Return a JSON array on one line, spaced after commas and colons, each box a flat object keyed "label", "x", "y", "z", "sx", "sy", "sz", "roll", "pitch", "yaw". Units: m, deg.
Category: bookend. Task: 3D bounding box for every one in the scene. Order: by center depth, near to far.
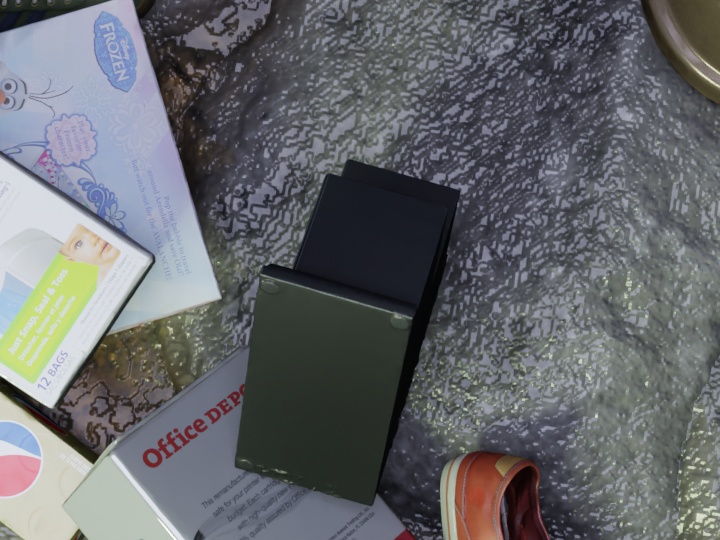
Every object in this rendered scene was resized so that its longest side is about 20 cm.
[{"label": "bookend", "x": 0.000, "y": 0.000, "z": 1.648, "sx": 0.092, "sy": 0.200, "sz": 0.199, "roll": 16, "pitch": 54, "yaw": 4}]

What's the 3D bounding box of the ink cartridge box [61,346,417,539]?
[{"label": "ink cartridge box", "x": -0.066, "y": 0.169, "z": 1.704, "sx": 0.200, "sy": 0.084, "sz": 0.144, "roll": 50, "pitch": 48, "yaw": 4}]

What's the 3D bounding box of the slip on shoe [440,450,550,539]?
[{"label": "slip on shoe", "x": 0.097, "y": 0.212, "z": 1.727, "sx": 0.061, "sy": 0.074, "sz": 0.201, "roll": -12, "pitch": 81, "yaw": 36}]

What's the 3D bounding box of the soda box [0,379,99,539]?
[{"label": "soda box", "x": -0.251, "y": 0.101, "z": 1.763, "sx": 0.200, "sy": 0.064, "sz": 0.068, "roll": 37, "pitch": 90, "yaw": 4}]

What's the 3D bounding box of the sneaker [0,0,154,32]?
[{"label": "sneaker", "x": -0.235, "y": -0.182, "z": 1.764, "sx": 0.199, "sy": 0.090, "sz": 0.068, "roll": -1, "pitch": 86, "yaw": 3}]

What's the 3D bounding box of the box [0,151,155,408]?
[{"label": "box", "x": -0.235, "y": -0.018, "z": 1.641, "sx": 0.199, "sy": 0.101, "sz": 0.113, "roll": 34, "pitch": 88, "yaw": -3}]

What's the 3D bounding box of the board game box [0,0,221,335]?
[{"label": "board game box", "x": -0.209, "y": -0.049, "z": 1.715, "sx": 0.198, "sy": 0.043, "sz": 0.201, "roll": -16, "pitch": 91, "yaw": -2}]

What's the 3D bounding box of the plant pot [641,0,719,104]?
[{"label": "plant pot", "x": 0.273, "y": -0.202, "z": 1.696, "sx": 0.199, "sy": 0.175, "sz": 0.202, "roll": 0, "pitch": 87, "yaw": 4}]
